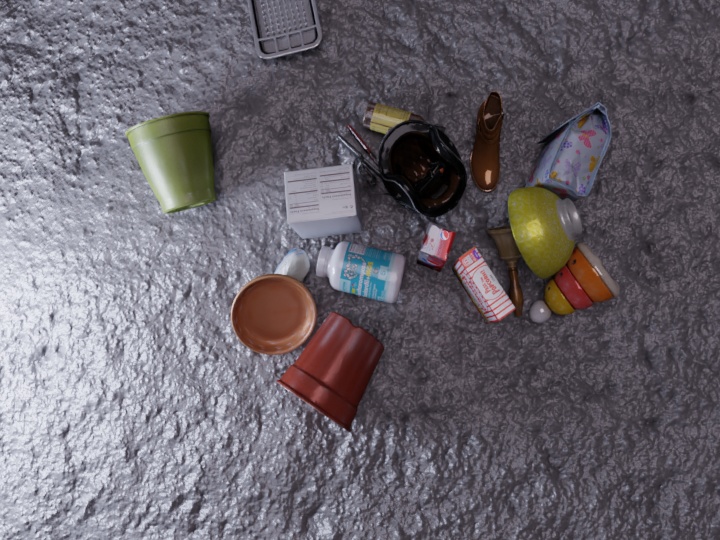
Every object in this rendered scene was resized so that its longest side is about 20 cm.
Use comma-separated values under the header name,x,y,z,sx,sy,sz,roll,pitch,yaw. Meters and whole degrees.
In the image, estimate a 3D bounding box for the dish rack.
name,x,y,z,sx,sy,sz,roll,pitch,yaw
dish rack,-0.185,-0.621,1.595,0.166,0.044,0.207,-12,83,3

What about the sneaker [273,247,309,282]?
name,x,y,z,sx,sy,sz,roll,pitch,yaw
sneaker,-0.184,0.039,1.522,0.071,0.073,0.202,31,99,-22

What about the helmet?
name,x,y,z,sx,sy,sz,roll,pitch,yaw
helmet,0.132,-0.233,1.457,0.198,0.201,0.192,-37,47,-1

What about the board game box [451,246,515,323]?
name,x,y,z,sx,sy,sz,roll,pitch,yaw
board game box,0.264,0.036,1.416,0.046,0.200,0.154,-32,82,0

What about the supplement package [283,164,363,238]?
name,x,y,z,sx,sy,sz,roll,pitch,yaw
supplement package,-0.079,-0.150,1.459,0.150,0.200,0.115,-6,82,3

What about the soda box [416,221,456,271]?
name,x,y,z,sx,sy,sz,roll,pitch,yaw
soda box,0.165,-0.048,1.431,0.062,0.200,0.072,19,86,5

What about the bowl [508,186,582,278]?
name,x,y,z,sx,sy,sz,roll,pitch,yaw
bowl,0.411,-0.097,1.395,0.106,0.198,0.206,-22,82,34

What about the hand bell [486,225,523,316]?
name,x,y,z,sx,sy,sz,roll,pitch,yaw
hand bell,0.348,0.003,1.484,0.101,0.104,0.207,-7,96,3

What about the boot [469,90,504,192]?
name,x,y,z,sx,sy,sz,roll,pitch,yaw
boot,0.290,-0.291,1.471,0.071,0.155,0.207,-2,84,3

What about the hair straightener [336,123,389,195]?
name,x,y,z,sx,sy,sz,roll,pitch,yaw
hair straightener,0.008,-0.249,1.550,0.076,0.041,0.201,-39,87,-1

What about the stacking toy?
name,x,y,z,sx,sy,sz,roll,pitch,yaw
stacking toy,0.462,0.050,1.452,0.199,0.146,0.148,-39,82,14

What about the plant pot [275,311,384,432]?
name,x,y,z,sx,sy,sz,roll,pitch,yaw
plant pot,-0.054,0.215,1.434,0.198,0.201,0.198,32,78,6

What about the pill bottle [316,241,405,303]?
name,x,y,z,sx,sy,sz,roll,pitch,yaw
pill bottle,0.000,0.000,1.483,0.194,0.111,0.114,12,85,6

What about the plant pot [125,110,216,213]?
name,x,y,z,sx,sy,sz,roll,pitch,yaw
plant pot,-0.422,-0.243,1.511,0.194,0.200,0.199,-14,95,2

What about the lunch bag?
name,x,y,z,sx,sy,sz,roll,pitch,yaw
lunch bag,0.464,-0.260,1.449,0.125,0.170,0.204,27,86,-1

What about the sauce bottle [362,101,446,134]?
name,x,y,z,sx,sy,sz,roll,pitch,yaw
sauce bottle,0.105,-0.343,1.537,0.194,0.065,0.067,18,85,4

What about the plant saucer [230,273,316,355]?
name,x,y,z,sx,sy,sz,roll,pitch,yaw
plant saucer,-0.197,0.097,1.483,0.193,0.038,0.206,-4,115,-8
